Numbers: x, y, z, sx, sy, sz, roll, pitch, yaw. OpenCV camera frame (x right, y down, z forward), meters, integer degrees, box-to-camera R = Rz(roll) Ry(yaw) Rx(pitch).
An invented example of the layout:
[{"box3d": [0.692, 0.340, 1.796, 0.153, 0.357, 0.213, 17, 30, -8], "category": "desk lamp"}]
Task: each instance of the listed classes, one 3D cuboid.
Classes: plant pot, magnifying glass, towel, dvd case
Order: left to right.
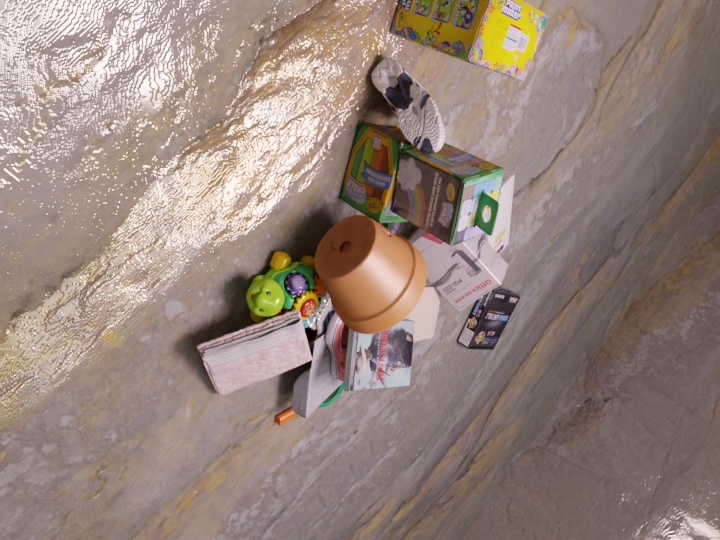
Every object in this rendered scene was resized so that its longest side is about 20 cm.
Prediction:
[{"box3d": [-0.191, 0.159, 1.142, 0.196, 0.033, 0.192, -19, 150, -11], "category": "towel"}, {"box3d": [-0.116, 0.309, 1.439, 0.198, 0.022, 0.081, -25, 134, -39], "category": "magnifying glass"}, {"box3d": [0.007, -0.005, 1.125, 0.201, 0.199, 0.140, -51, 132, -7], "category": "plant pot"}, {"box3d": [0.044, 0.176, 1.289, 0.198, 0.022, 0.150, 8, 87, -46], "category": "dvd case"}]

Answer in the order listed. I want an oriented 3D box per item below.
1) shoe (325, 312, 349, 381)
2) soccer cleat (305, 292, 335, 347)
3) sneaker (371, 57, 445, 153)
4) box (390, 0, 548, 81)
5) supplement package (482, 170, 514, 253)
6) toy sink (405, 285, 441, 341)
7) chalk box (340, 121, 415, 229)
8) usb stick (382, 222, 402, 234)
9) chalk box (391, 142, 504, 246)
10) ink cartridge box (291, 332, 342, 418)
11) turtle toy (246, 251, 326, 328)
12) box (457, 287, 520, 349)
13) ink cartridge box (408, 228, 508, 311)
[{"box3d": [-0.016, 0.173, 1.291, 0.072, 0.090, 0.203, -48, 149, -38], "category": "shoe"}, {"box3d": [-0.078, 0.075, 1.254, 0.203, 0.069, 0.086, -68, 163, 16], "category": "soccer cleat"}, {"box3d": [0.106, -0.291, 1.127, 0.080, 0.200, 0.129, -45, 159, 18], "category": "sneaker"}, {"box3d": [0.196, -0.445, 1.101, 0.198, 0.191, 0.124, -5, 120, -48], "category": "box"}, {"box3d": [0.262, -0.136, 1.424, 0.111, 0.154, 0.203, -43, 142, -33], "category": "supplement package"}, {"box3d": [0.079, 0.088, 1.410, 0.197, 0.111, 0.133, -5, 109, -44], "category": "toy sink"}, {"box3d": [0.050, -0.169, 1.190, 0.123, 0.124, 0.204, -7, 120, -46], "category": "chalk box"}, {"box3d": [0.038, -0.049, 1.269, 0.055, 0.033, 0.203, 27, 78, -14], "category": "usb stick"}, {"box3d": [0.171, -0.133, 1.086, 0.122, 0.199, 0.127, -20, 131, -39], "category": "chalk box"}, {"box3d": [-0.083, 0.198, 1.341, 0.162, 0.056, 0.204, -35, 136, -52], "category": "ink cartridge box"}, {"box3d": [-0.141, 0.048, 1.146, 0.198, 0.100, 0.148, 8, 110, -51], "category": "turtle toy"}, {"box3d": [0.405, 0.150, 1.906, 0.198, 0.049, 0.202, 12, 107, -53], "category": "box"}, {"box3d": [0.214, -0.027, 1.381, 0.145, 0.200, 0.085, -37, -168, 40], "category": "ink cartridge box"}]
